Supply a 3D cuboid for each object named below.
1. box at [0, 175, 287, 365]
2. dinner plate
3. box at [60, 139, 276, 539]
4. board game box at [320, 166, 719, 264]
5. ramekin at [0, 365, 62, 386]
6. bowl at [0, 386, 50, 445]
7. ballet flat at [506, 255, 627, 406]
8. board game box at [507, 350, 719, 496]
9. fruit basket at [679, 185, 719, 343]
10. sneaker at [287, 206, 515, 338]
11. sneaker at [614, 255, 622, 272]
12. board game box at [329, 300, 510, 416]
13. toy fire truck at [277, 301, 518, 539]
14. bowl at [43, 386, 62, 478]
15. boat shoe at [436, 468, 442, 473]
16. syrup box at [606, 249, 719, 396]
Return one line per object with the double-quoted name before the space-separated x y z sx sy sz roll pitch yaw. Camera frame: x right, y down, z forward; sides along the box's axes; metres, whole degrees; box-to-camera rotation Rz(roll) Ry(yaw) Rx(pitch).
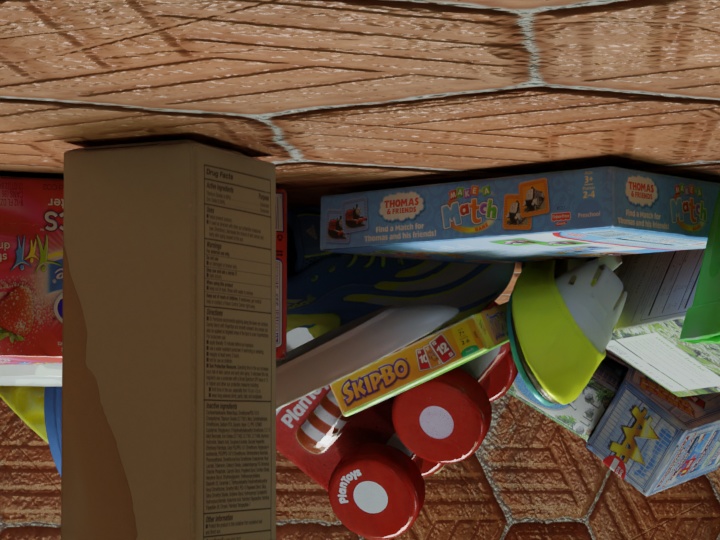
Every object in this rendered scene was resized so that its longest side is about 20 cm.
"box" -0.147 0.003 1.230 0.198 0.101 0.095 1 175 -20
"dinner plate" -0.035 0.059 1.276 0.199 0.024 0.200 -27 -179 1
"box" -0.094 0.041 1.081 0.077 0.202 0.095 -2 174 25
"board game box" 0.100 -0.028 1.223 0.199 0.037 0.151 -5 174 39
"ramekin" -0.193 0.018 1.370 0.198 0.106 0.200 0 175 0
"bowl" -0.197 0.052 1.612 0.108 0.200 0.200 -44 165 8
"ballet flat" 0.128 0.015 1.311 0.067 0.067 0.200 -34 -168 17
"board game box" 0.192 0.095 1.630 0.199 0.062 0.200 31 -168 6
"fruit basket" 0.274 0.046 1.135 0.213 0.218 0.155 1 175 -12
"sneaker" 0.000 0.000 1.345 0.198 0.076 0.105 -12 163 -2
"sneaker" 0.184 -0.002 1.466 0.066 0.079 0.199 32 139 -30
"board game box" 0.053 0.048 1.320 0.095 0.030 0.200 -26 174 15
"toy fire truck" 0.007 0.073 1.504 0.167 0.200 0.112 37 -149 -1
"bowl" -0.143 0.089 1.542 0.039 0.203 0.200 3 178 41
"boat shoe" -0.017 0.087 1.613 0.199 0.077 0.072 24 161 12
"syrup box" 0.227 0.016 1.294 0.078 0.082 0.200 32 160 -17
